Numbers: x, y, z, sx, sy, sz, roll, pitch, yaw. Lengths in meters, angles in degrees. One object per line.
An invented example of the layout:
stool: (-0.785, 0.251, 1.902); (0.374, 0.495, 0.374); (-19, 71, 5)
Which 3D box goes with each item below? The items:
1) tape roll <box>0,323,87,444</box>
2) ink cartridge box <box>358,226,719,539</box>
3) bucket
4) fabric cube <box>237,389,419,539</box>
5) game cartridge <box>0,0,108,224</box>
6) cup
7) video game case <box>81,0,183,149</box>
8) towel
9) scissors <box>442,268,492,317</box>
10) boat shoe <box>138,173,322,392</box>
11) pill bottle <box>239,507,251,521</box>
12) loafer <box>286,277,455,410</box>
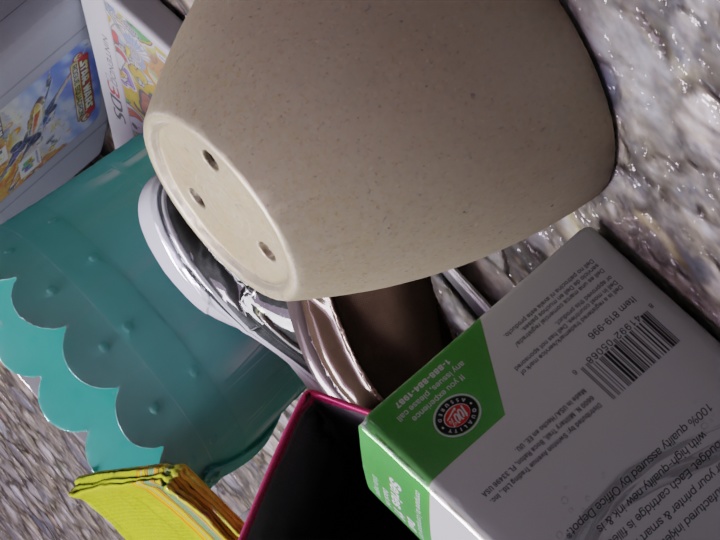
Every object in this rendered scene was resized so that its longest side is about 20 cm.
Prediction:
tape roll: (-0.183, 0.029, 1.767); (0.200, 0.066, 0.200); (50, -174, -7)
ink cartridge box: (0.120, 0.103, 1.216); (0.200, 0.147, 0.083); (44, 162, 22)
bucket: (-0.123, 0.031, 1.575); (0.207, 0.135, 0.207); (46, 165, 17)
fabric cube: (0.038, 0.199, 1.354); (0.200, 0.196, 0.199); (20, 167, 13)
game cartridge: (-0.204, -0.092, 1.607); (0.042, 0.133, 0.200); (45, 161, 19)
cup: (-0.010, -0.069, 1.198); (0.200, 0.143, 0.200); (44, 160, 21)
video game case: (-0.081, -0.066, 1.548); (0.200, 0.023, 0.182); (42, 159, 25)
towel: (-0.103, 0.143, 1.509); (0.086, 0.018, 0.200); (46, 161, -11)
scissors: (0.095, 0.055, 1.318); (0.200, 0.014, 0.073); (55, 164, -18)
boat shoe: (-0.028, 0.010, 1.460); (0.200, 0.072, 0.071); (42, 149, -13)
pill bottle: (-0.006, 0.236, 1.794); (0.200, 0.111, 0.111); (31, 153, 45)
loafer: (0.000, 0.000, 1.383); (0.071, 0.073, 0.200); (-28, 94, 53)
